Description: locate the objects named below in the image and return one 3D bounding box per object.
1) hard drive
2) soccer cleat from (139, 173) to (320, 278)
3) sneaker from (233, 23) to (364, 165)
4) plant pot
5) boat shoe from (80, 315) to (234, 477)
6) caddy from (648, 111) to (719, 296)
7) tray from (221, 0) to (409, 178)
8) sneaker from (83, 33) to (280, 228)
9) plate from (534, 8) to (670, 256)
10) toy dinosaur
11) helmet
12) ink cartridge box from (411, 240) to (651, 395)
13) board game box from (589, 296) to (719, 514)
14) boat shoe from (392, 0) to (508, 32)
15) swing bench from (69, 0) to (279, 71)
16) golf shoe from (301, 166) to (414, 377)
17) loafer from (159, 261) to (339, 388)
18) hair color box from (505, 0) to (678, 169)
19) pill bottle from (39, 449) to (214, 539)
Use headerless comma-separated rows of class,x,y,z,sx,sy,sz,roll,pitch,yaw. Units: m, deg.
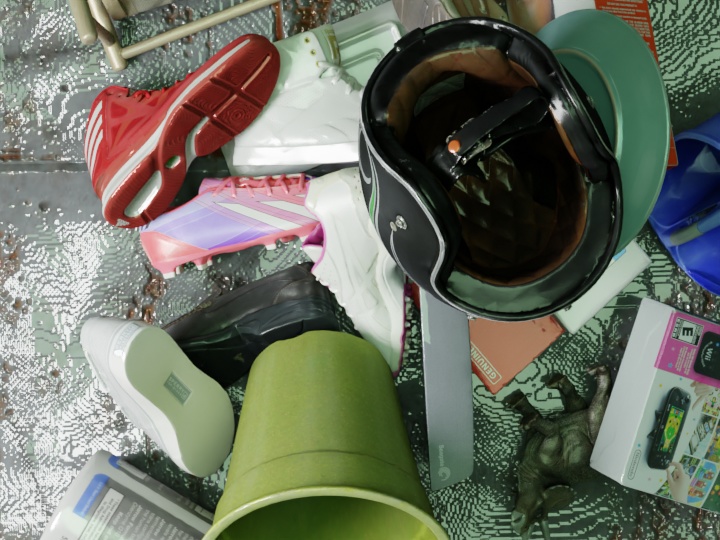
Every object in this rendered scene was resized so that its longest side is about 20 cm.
hard drive,0.069,0.064,1.293,0.042,0.135,0.202,-3,99,3
soccer cleat,-0.092,-0.054,1.336,0.198,0.067,0.077,-17,97,5
sneaker,-0.010,-0.145,1.298,0.198,0.074,0.117,-1,92,11
plant pot,-0.031,0.156,1.264,0.198,0.201,0.191,-5,47,1
boat shoe,-0.168,0.102,1.301,0.068,0.200,0.072,20,71,33
caddy,0.296,-0.053,1.271,0.104,0.200,0.142,-33,88,-15
tray,-0.032,-0.149,1.355,0.198,0.022,0.108,-22,92,1
sneaker,-0.161,-0.141,1.301,0.200,0.078,0.116,-43,55,11
plate,0.162,-0.103,1.233,0.025,0.199,0.203,1,91,-34
toy dinosaur,0.186,0.141,1.341,0.199,0.077,0.103,-34,108,-13
helmet,0.093,-0.065,1.146,0.198,0.191,0.202,-10,53,14
ink cartridge box,0.116,-0.024,1.344,0.176,0.045,0.200,-42,90,0
board game box,0.306,0.124,1.305,0.198,0.064,0.149,18,92,-19
boat shoe,0.090,-0.194,1.292,0.071,0.076,0.201,-9,54,-21
swing bench,-0.157,-0.300,1.305,0.197,0.130,0.202,-20,85,2
golf shoe,0.000,0.000,1.309,0.090,0.076,0.202,-2,121,5
loafer,-0.114,0.051,1.347,0.198,0.073,0.073,-15,52,8
hair color box,0.182,-0.165,1.281,0.063,0.111,0.202,0,75,-31
pill bottle,-0.161,0.246,1.318,0.199,0.114,0.114,31,91,1
